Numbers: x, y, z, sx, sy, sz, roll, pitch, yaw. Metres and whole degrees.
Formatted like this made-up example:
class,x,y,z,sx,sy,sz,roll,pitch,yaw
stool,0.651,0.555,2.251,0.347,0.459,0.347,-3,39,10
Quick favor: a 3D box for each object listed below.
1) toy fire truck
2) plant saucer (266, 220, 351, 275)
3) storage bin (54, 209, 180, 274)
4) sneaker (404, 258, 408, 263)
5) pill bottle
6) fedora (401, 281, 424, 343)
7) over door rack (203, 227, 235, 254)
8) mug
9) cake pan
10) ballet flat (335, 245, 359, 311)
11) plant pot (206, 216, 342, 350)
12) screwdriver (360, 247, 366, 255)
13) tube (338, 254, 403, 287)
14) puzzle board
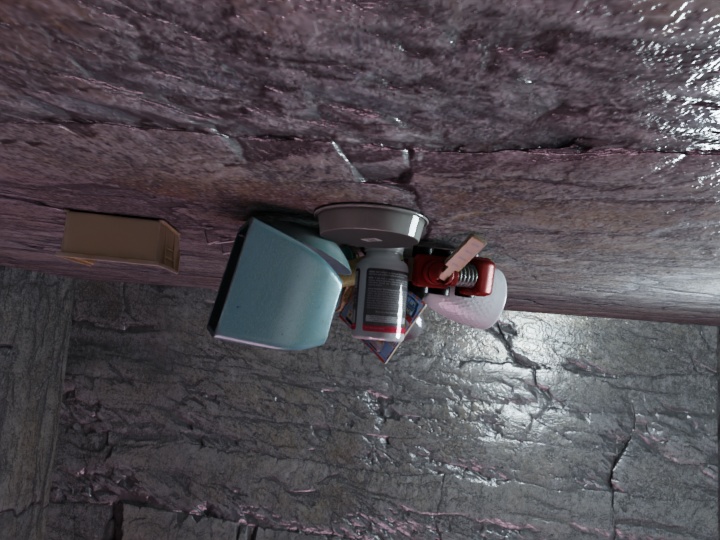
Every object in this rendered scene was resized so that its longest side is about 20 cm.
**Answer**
class,x,y,z,sx,sy,sz,roll,pitch,yaw
toy fire truck,0.203,-0.006,1.044,0.171,0.133,0.199,6,-177,-18
plant saucer,-0.100,-0.050,0.988,0.196,0.040,0.201,24,171,4
storage bin,-0.504,-0.055,1.126,0.194,0.097,0.199,5,173,-7
sneaker,0.060,0.005,1.342,0.110,0.074,0.199,3,167,-29
pill bottle,0.041,0.037,1.056,0.107,0.207,0.111,5,174,0
fedora,0.084,0.108,1.220,0.197,0.178,0.091,-3,133,47
over door rack,-0.233,-0.043,1.160,0.193,0.069,0.148,5,173,-1
mug,0.227,0.034,1.259,0.171,0.151,0.201,16,-160,-18
cake pan,0.017,-0.071,0.885,0.194,0.038,0.200,4,173,0
ballet flat,-0.028,0.011,1.223,0.069,0.072,0.203,6,131,-14
plant pot,-0.147,0.044,0.941,0.196,0.202,0.195,20,172,-19
screwdriver,0.055,-0.015,1.207,0.029,0.028,0.199,26,173,36
tube,0.000,0.000,1.135,0.194,0.053,0.058,-14,163,0
puzzle board,0.040,0.087,1.153,0.017,0.152,0.199,33,-176,-42
